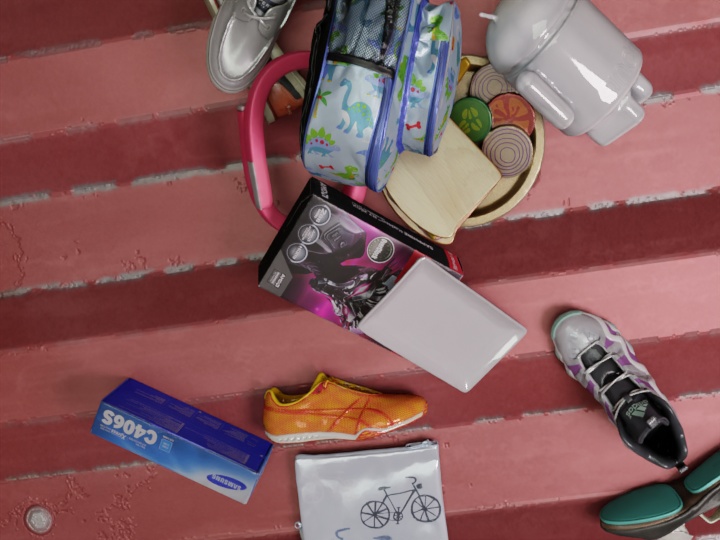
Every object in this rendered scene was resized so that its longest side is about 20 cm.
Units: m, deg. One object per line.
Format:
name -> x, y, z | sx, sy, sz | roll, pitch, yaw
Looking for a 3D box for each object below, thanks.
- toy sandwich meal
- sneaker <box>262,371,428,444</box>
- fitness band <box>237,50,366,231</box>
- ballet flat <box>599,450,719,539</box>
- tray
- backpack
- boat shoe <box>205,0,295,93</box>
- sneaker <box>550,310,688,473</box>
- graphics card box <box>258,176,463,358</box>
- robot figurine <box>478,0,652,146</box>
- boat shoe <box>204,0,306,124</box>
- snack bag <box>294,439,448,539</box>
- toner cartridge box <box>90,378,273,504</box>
toy sandwich meal -> 0.106, -0.135, 0.981 | 0.200, 0.070, 0.211 | 1, 99, 5
sneaker -> -0.020, 0.156, 1.041 | 0.195, 0.073, 0.079 | -4, 89, 3
fitness band -> -0.060, -0.134, 0.979 | 0.141, 0.037, 0.205 | -15, 110, -26
ballet flat -> 0.373, 0.269, 1.024 | 0.197, 0.068, 0.069 | -28, 104, 9
tray -> 0.091, 0.059, 0.989 | 0.107, 0.022, 0.199 | -45, 130, 15
backpack -> 0.020, -0.180, 0.876 | 0.144, 0.183, 0.205 | 16, 94, 6
boat shoe -> -0.097, -0.276, 0.918 | 0.071, 0.068, 0.202 | 32, 91, -15
sneaker -> 0.288, 0.133, 0.970 | 0.078, 0.140, 0.200 | -44, 93, 11
graphics card box -> 0.000, 0.000, 0.982 | 0.197, 0.051, 0.126 | 28, 113, -19
robot figurine -> 0.209, -0.221, 0.927 | 0.199, 0.171, 0.113 | 38, 141, -12
boat shoe -> -0.122, -0.263, 0.983 | 0.062, 0.071, 0.203 | -28, 98, -3
snack bag -> 0.013, 0.307, 1.086 | 0.184, 0.021, 0.205 | -7, 99, 6
toner cartridge box -> -0.205, 0.197, 1.052 | 0.196, 0.095, 0.044 | 24, 102, 2
